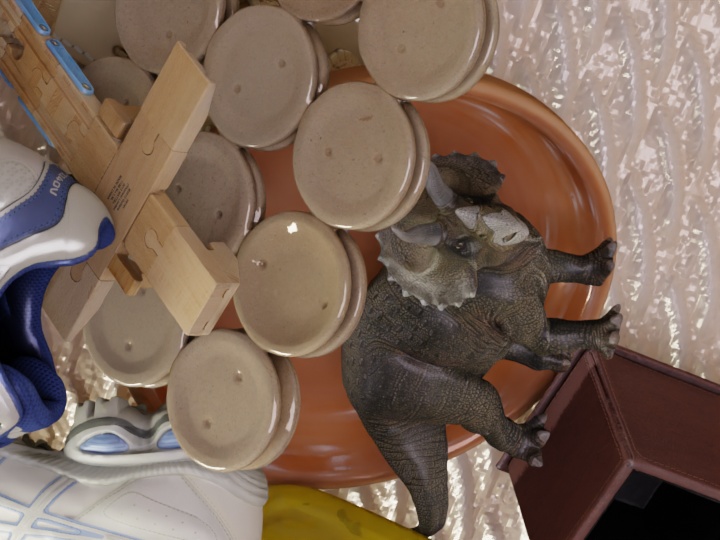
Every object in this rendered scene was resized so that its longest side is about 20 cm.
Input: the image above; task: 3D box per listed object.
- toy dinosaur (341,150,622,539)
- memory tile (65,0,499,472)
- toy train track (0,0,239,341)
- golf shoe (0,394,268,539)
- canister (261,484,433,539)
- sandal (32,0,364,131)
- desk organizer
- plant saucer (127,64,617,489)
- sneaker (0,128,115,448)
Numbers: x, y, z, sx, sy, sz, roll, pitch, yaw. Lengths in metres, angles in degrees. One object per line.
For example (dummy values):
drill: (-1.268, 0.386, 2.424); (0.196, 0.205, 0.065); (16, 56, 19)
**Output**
toy dinosaur: (0.036, 0.022, 0.894); (0.102, 0.077, 0.200); (16, 139, -10)
memory tile: (-0.043, -0.045, 0.826); (0.017, 0.153, 0.200); (3, 120, -54)
toy train track: (-0.093, -0.054, 0.837); (0.032, 0.200, 0.115); (0, 132, -45)
golf shoe: (-0.127, 0.104, 0.901); (0.200, 0.078, 0.097); (-9, 75, 30)
canister: (-0.009, 0.201, 0.946); (0.148, 0.086, 0.200); (22, 121, 31)
sandal: (-0.061, -0.084, 0.900); (0.211, 0.070, 0.078); (25, 102, -15)
desk organizer: (0.163, 0.106, 0.959); (0.200, 0.077, 0.072); (21, 118, -21)
plant saucer: (0.000, 0.000, 0.923); (0.200, 0.037, 0.200); (-9, 129, -11)
sneaker: (-0.150, 0.049, 0.804); (0.088, 0.075, 0.200); (26, 107, 6)
